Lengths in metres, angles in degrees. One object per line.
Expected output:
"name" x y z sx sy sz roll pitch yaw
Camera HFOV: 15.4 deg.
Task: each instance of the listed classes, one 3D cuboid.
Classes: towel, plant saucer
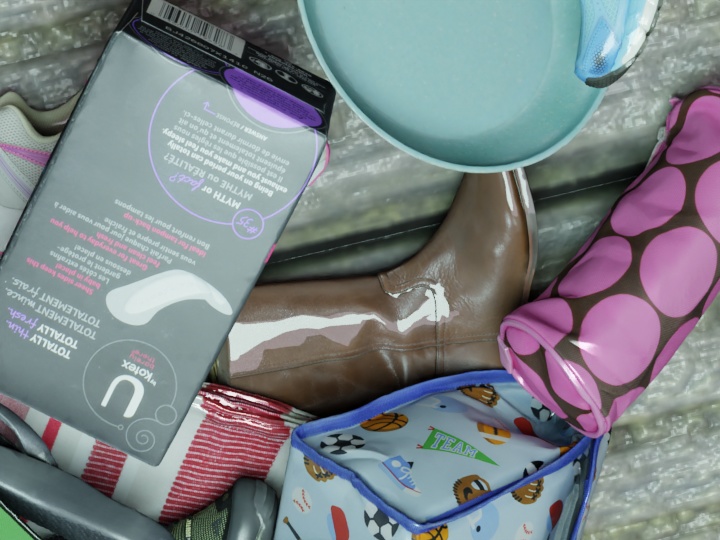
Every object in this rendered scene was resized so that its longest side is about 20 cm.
"towel" -0.134 0.113 1.505 0.199 0.023 0.144 16 127 -12
"plant saucer" 0.046 -0.146 1.427 0.199 0.036 0.201 7 76 -27

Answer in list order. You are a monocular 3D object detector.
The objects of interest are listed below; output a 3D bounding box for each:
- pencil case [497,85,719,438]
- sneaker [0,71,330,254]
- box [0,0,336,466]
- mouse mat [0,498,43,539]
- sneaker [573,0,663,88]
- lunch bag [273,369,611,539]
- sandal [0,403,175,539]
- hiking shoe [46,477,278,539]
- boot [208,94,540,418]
"pencil case" 0.155 -0.008 1.460 0.200 0.094 0.091 -49 152 -19
"sneaker" -0.116 -0.066 1.446 0.199 0.081 0.088 -8 109 -6
"box" -0.109 -0.023 1.367 0.122 0.106 0.200 27 106 -6
"mouse mat" -0.229 0.172 1.467 0.161 0.008 0.200 46 137 -9
"sneaker" 0.113 -0.195 1.426 0.090 0.078 0.201 -3 83 -4
"lunch bag" 0.055 0.153 1.482 0.200 0.124 0.170 -19 133 -43
"sandal" -0.190 0.103 1.448 0.200 0.076 0.043 28 71 -6
"hiking shoe" -0.129 0.179 1.499 0.101 0.076 0.200 33 117 -21
"boot" 0.000 0.000 1.494 0.199 0.064 0.187 -8 109 0
